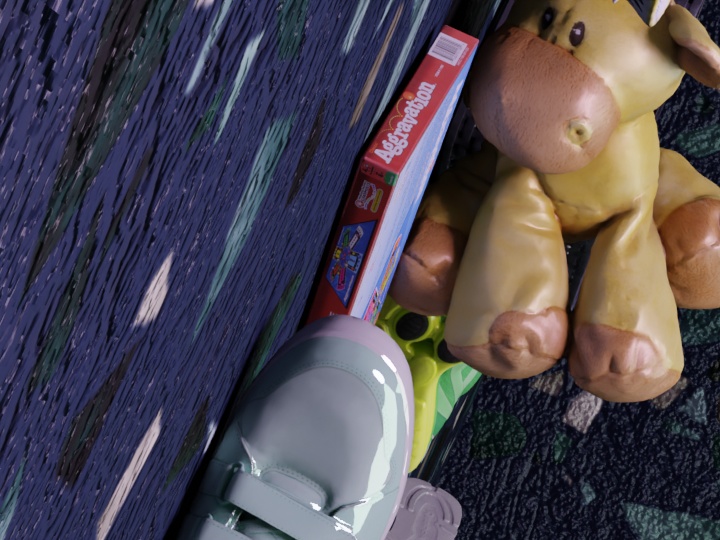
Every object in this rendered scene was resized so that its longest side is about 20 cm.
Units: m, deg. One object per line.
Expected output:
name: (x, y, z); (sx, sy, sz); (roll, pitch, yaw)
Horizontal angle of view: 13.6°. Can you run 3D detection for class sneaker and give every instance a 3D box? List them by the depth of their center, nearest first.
sneaker: (-0.037, 0.118, 1.104); (0.118, 0.073, 0.201); (-72, -173, -77)
sneaker: (0.039, 0.020, 1.503); (0.084, 0.074, 0.200); (-58, 180, -42)
sneaker: (0.029, 0.255, 2.467); (0.081, 0.076, 0.200); (-58, 179, 33)

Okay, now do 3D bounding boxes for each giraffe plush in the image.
giraffe plush: (0.100, -0.067, 1.333); (0.163, 0.171, 0.201); (91, 16, -55)

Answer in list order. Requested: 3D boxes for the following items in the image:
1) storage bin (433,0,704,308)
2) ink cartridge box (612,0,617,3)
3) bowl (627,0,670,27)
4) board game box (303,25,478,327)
storage bin: (0.105, -0.077, 1.592); (0.200, 0.093, 0.136); (102, 13, -70)
ink cartridge box: (0.118, -0.221, 1.204); (0.116, 0.067, 0.201); (90, 24, -77)
bowl: (0.093, -0.188, 0.961); (0.201, 0.094, 0.202); (24, 90, -85)
board game box: (0.000, 0.000, 1.284); (0.103, 0.019, 0.201); (-58, 171, -48)
